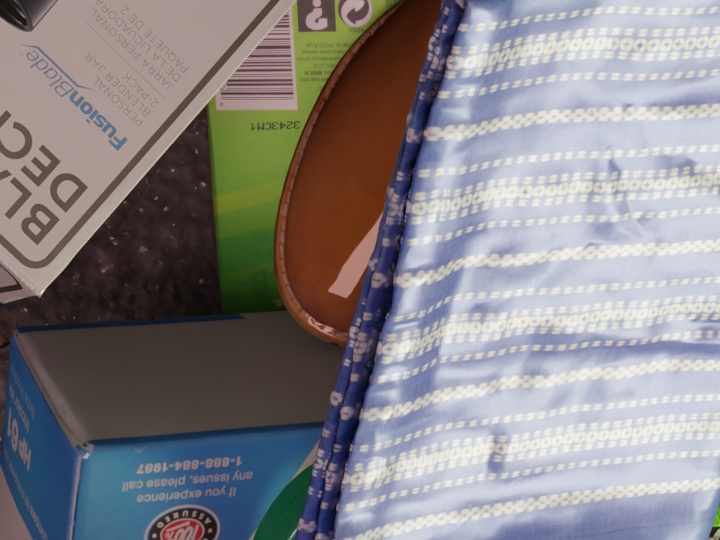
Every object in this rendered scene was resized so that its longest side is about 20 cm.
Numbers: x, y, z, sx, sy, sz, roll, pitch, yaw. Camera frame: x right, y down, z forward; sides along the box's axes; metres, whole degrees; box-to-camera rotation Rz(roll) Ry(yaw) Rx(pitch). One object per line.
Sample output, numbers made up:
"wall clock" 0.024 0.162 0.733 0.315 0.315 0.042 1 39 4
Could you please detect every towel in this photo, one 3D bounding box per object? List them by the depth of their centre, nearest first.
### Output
"towel" 0.064 0.009 0.655 0.144 0.024 0.201 -5 126 -28

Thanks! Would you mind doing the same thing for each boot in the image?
"boot" 0.044 -0.063 0.678 0.077 0.155 0.200 42 89 -1

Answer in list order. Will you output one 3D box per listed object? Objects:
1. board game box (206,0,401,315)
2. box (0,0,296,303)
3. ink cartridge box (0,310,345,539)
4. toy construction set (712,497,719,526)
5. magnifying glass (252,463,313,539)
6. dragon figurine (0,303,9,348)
"board game box" 0.000 0.000 0.806 0.095 0.030 0.202 0 106 10
"box" -0.060 -0.103 0.590 0.117 0.060 0.200 44 76 -12
"ink cartridge box" -0.043 0.120 0.766 0.143 0.085 0.202 -3 115 -25
"toy construction set" 0.143 0.004 0.746 0.200 0.092 0.131 -36 105 28
"magnifying glass" 0.053 0.098 0.740 0.199 0.022 0.080 13 108 -35
"dragon figurine" -0.165 0.034 0.731 0.199 0.100 0.059 -2 131 53
